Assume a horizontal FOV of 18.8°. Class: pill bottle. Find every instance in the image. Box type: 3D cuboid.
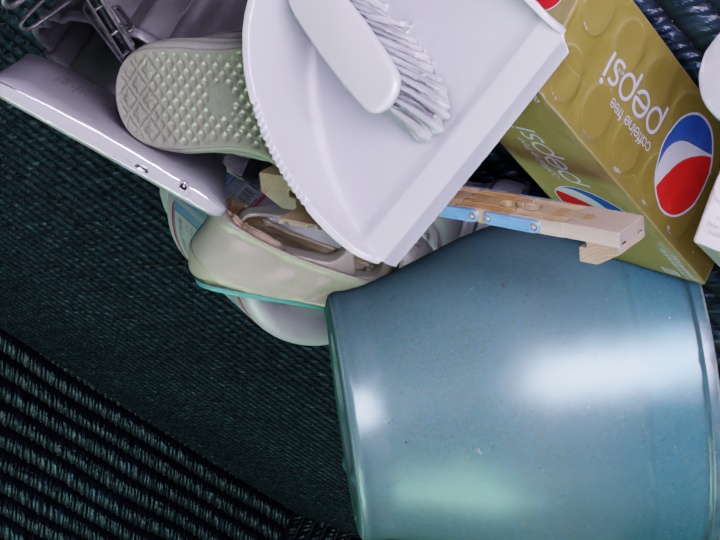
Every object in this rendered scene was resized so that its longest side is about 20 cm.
[{"bbox_3d":[-0.060,-0.032,1.398,0.108,0.109,0.200,33,-178,-30],"label":"pill bottle"}]

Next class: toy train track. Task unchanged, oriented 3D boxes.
[{"bbox_3d":[0.039,-0.022,1.010,0.199,0.115,0.033,10,117,35],"label":"toy train track"}]

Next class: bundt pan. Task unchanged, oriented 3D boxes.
[{"bbox_3d":[-0.076,-0.118,1.197,0.201,0.076,0.202,26,169,5],"label":"bundt pan"}]

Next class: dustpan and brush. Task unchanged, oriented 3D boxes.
[{"bbox_3d":[-0.018,-0.118,0.946,0.057,0.140,0.200,6,-140,-51],"label":"dustpan and brush"}]

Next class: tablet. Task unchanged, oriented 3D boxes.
[{"bbox_3d":[-0.125,-0.075,1.135,0.130,0.014,0.200,30,-173,-7],"label":"tablet"}]

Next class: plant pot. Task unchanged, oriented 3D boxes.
[{"bbox_3d":[0.080,0.065,1.164,0.186,0.202,0.200,-8,168,-2],"label":"plant pot"}]

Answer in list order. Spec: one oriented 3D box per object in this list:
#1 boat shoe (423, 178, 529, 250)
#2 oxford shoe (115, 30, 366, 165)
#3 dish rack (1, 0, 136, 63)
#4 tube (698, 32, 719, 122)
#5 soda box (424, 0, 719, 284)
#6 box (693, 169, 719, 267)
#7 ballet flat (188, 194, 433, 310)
[{"bbox_3d":[0.056,-0.020,1.340,0.065,0.074,0.200,22,167,0],"label":"boat shoe"},{"bbox_3d":[-0.027,-0.079,1.028,0.199,0.076,0.058,11,-165,36],"label":"oxford shoe"},{"bbox_3d":[-0.186,-0.181,1.063,0.200,0.054,0.153,51,177,22],"label":"dish rack"},{"bbox_3d":[0.210,-0.049,0.958,0.077,0.051,0.200,29,177,38],"label":"tube"},{"bbox_3d":[0.111,-0.071,1.008,0.064,0.068,0.200,18,165,39],"label":"soda box"},{"bbox_3d":[0.195,-0.013,1.044,0.041,0.039,0.200,22,180,17],"label":"box"},{"bbox_3d":[0.000,0.000,1.261,0.199,0.070,0.069,14,170,-7],"label":"ballet flat"}]
